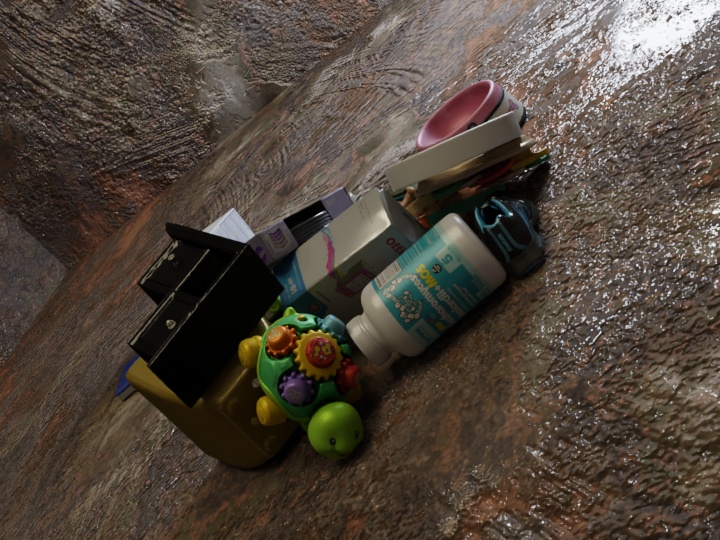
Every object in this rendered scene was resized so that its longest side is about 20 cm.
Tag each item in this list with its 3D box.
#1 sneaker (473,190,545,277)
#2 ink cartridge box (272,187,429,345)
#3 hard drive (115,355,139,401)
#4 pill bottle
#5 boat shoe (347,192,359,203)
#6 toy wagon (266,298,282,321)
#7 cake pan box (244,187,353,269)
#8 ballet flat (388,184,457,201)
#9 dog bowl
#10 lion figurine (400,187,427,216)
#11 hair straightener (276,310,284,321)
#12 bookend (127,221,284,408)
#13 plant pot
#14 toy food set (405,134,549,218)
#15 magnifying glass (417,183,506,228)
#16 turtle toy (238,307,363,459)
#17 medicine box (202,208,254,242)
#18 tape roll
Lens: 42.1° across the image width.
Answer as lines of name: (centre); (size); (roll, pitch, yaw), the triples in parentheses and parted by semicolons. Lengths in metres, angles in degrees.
sneaker: (0.186, -0.071, 1.210); (0.073, 0.082, 0.200); (-40, 19, 14)
ink cartridge box: (0.000, 0.000, 1.309); (0.199, 0.144, 0.085); (-38, 44, 17)
hard drive: (-0.432, 0.178, 1.985); (0.200, 0.025, 0.132); (-40, 20, 12)
pill bottle: (0.077, 0.031, 1.174); (0.200, 0.111, 0.111); (-42, 20, 8)
boat shoe: (-0.029, -0.025, 1.451); (0.072, 0.060, 0.203); (-26, 39, 54)
toy wagon: (-0.161, 0.059, 1.651); (0.200, 0.040, 0.155); (-44, 8, 30)
cake pan box: (-0.119, -0.039, 1.398); (0.184, 0.053, 0.199); (-35, 2, -41)
ballet flat: (0.098, -0.149, 1.541); (0.200, 0.067, 0.065); (-176, 86, -67)
dog bowl: (0.177, -0.237, 1.571); (0.199, 0.074, 0.201); (-37, 21, 17)
lion figurine: (0.049, -0.062, 1.498); (0.123, 0.072, 0.200); (-61, 11, -21)
hair straightener: (-0.072, 0.057, 1.531); (0.199, 0.041, 0.077); (-28, 20, 47)
bookend: (-0.239, 0.051, 1.241); (0.199, 0.092, 0.199); (16, 61, 46)
plant pot: (-0.165, 0.157, 1.295); (0.195, 0.196, 0.199); (-49, 31, -17)
toy food set: (0.167, -0.139, 1.347); (0.199, 0.049, 0.197); (-27, 5, -32)
magnifying glass: (0.119, -0.079, 1.358); (0.198, 0.023, 0.080); (-21, 0, 13)
turtle toy: (-0.056, 0.136, 1.153); (0.144, 0.202, 0.101); (-12, -17, -28)
medicine box: (-0.345, -0.016, 2.058); (0.181, 0.103, 0.200); (-31, 15, 31)
tape roll: (0.129, -0.166, 1.308); (0.201, 0.037, 0.203); (-25, 5, 2)
